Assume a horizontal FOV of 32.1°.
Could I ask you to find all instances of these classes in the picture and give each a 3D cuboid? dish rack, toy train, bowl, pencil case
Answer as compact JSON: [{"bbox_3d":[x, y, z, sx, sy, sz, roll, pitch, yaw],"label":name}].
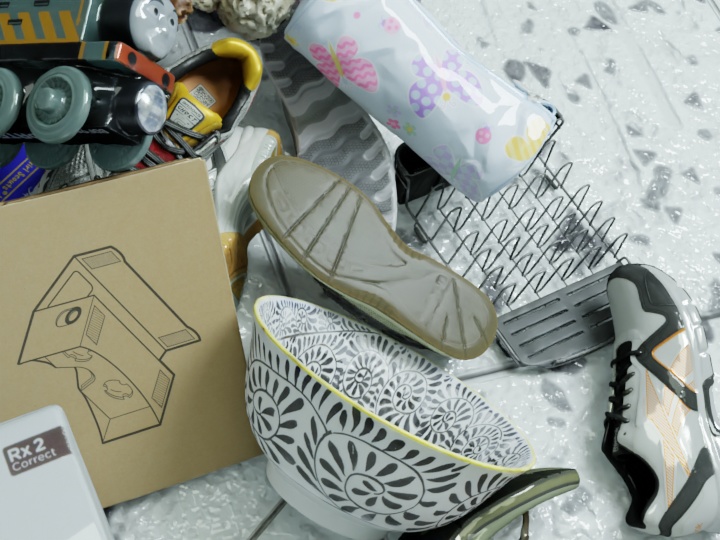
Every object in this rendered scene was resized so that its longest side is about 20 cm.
[{"bbox_3d":[0.128,-0.027,0.946,0.153,0.055,0.200,-23,67,-25],"label":"dish rack"},{"bbox_3d":[-0.199,-0.124,0.763,0.200,0.085,0.114,4,79,30],"label":"toy train"},{"bbox_3d":[0.000,0.105,0.784,0.201,0.094,0.201,29,10,-6],"label":"bowl"},{"bbox_3d":[0.042,-0.137,0.879,0.200,0.091,0.083,38,48,-8],"label":"pencil case"}]

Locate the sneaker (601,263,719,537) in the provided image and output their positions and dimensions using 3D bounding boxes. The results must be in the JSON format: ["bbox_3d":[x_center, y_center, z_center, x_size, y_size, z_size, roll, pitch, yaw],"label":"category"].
[{"bbox_3d":[0.203,0.088,0.870,0.080,0.074,0.200,-8,69,-13],"label":"sneaker"}]

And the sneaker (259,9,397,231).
[{"bbox_3d":[-0.014,-0.097,0.943,0.075,0.082,0.200,-17,79,10],"label":"sneaker"}]

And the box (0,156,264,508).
[{"bbox_3d":[-0.154,0.045,0.769,0.163,0.021,0.200,-16,106,-22],"label":"box"}]

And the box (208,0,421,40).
[{"bbox_3d":[-0.052,-0.256,0.999,0.200,0.132,0.115,29,59,5],"label":"box"}]

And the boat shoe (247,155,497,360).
[{"bbox_3d":[0.001,0.000,0.870,0.201,0.066,0.072,35,66,-8],"label":"boat shoe"}]

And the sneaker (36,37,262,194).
[{"bbox_3d":[-0.136,-0.085,0.812,0.078,0.082,0.200,41,60,-12],"label":"sneaker"}]

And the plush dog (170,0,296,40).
[{"bbox_3d":[-0.166,-0.214,0.869,0.200,0.161,0.172,-5,24,32],"label":"plush dog"}]

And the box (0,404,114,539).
[{"bbox_3d":[-0.209,0.208,0.642,0.199,0.131,0.200,-21,65,-14],"label":"box"}]

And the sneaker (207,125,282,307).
[{"bbox_3d":[-0.121,-0.023,0.878,0.088,0.076,0.200,11,50,9],"label":"sneaker"}]

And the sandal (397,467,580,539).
[{"bbox_3d":[0.061,0.185,0.791,0.201,0.080,0.057,-33,99,-28],"label":"sandal"}]

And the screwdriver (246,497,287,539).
[{"bbox_3d":[-0.092,0.197,0.768,0.028,0.029,0.200,36,50,10],"label":"screwdriver"}]

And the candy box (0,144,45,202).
[{"bbox_3d":[-0.279,-0.071,0.854,0.200,0.077,0.169,33,55,8],"label":"candy box"}]
